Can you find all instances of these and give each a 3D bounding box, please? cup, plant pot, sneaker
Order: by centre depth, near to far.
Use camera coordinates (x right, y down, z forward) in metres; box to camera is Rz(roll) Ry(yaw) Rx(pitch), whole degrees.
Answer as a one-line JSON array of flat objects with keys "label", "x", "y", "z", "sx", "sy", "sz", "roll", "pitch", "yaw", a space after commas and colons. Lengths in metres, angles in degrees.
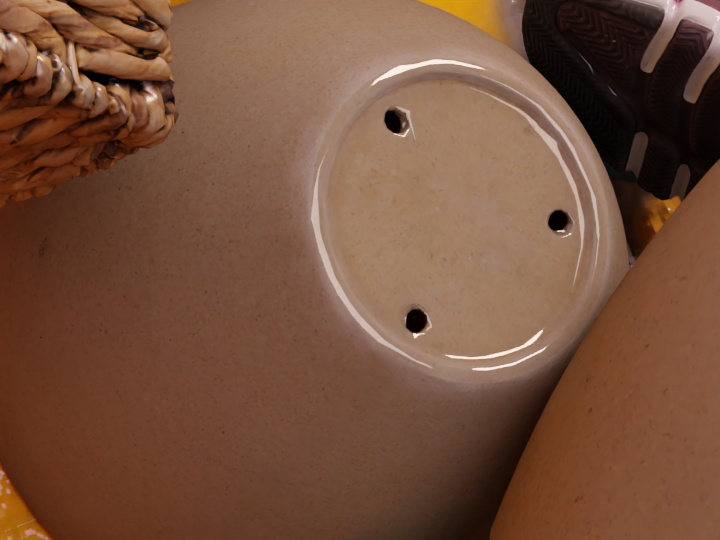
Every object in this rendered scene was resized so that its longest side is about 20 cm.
[{"label": "cup", "x": 0.121, "y": 0.071, "z": 0.797, "sx": 0.143, "sy": 0.200, "sz": 0.200, "roll": -36, "pitch": 95, "yaw": 9}, {"label": "plant pot", "x": 0.000, "y": 0.000, "z": 0.869, "sx": 0.200, "sy": 0.134, "sz": 0.201, "roll": 7, "pitch": 73, "yaw": -24}, {"label": "sneaker", "x": 0.155, "y": -0.063, "z": 0.925, "sx": 0.200, "sy": 0.076, "sz": 0.116, "roll": 28, "pitch": 53, "yaw": 4}]

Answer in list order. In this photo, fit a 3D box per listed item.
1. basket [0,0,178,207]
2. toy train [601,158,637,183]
[{"label": "basket", "x": -0.144, "y": -0.096, "z": 0.785, "sx": 0.143, "sy": 0.200, "sz": 0.149, "roll": 19, "pitch": 64, "yaw": -52}, {"label": "toy train", "x": 0.160, "y": -0.073, "z": 1.003, "sx": 0.200, "sy": 0.085, "sz": 0.116, "roll": 13, "pitch": 87, "yaw": -28}]
